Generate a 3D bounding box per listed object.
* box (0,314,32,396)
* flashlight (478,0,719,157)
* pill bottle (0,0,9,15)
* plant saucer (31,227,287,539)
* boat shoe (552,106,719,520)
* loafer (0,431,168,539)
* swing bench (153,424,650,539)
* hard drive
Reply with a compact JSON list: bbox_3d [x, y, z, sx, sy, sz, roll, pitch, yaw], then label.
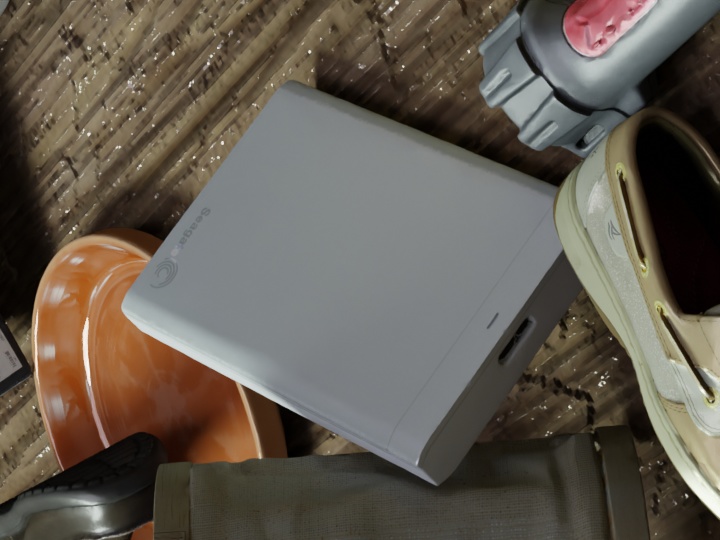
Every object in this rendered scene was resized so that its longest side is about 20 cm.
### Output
[{"bbox_3d":[-0.266,-0.024,1.592,0.161,0.049,0.200,8,130,62],"label":"box"},{"bbox_3d":[0.107,-0.115,1.103,0.200,0.068,0.068,-41,47,54],"label":"flashlight"},{"bbox_3d":[-0.265,-0.172,1.527,0.200,0.112,0.112,20,122,47],"label":"pill bottle"},{"bbox_3d":[-0.098,0.074,1.500,0.200,0.032,0.201,27,127,43],"label":"plant saucer"},{"bbox_3d":[0.143,0.026,1.118,0.200,0.074,0.066,55,148,19],"label":"boat shoe"},{"bbox_3d":[-0.138,0.135,1.505,0.071,0.073,0.200,62,153,1],"label":"loafer"},{"bbox_3d":[0.023,0.178,1.217,0.130,0.199,0.200,-92,-4,-68],"label":"swing bench"},{"bbox_3d":[0.000,0.000,1.260,0.200,0.132,0.026,25,164,44],"label":"hard drive"}]
